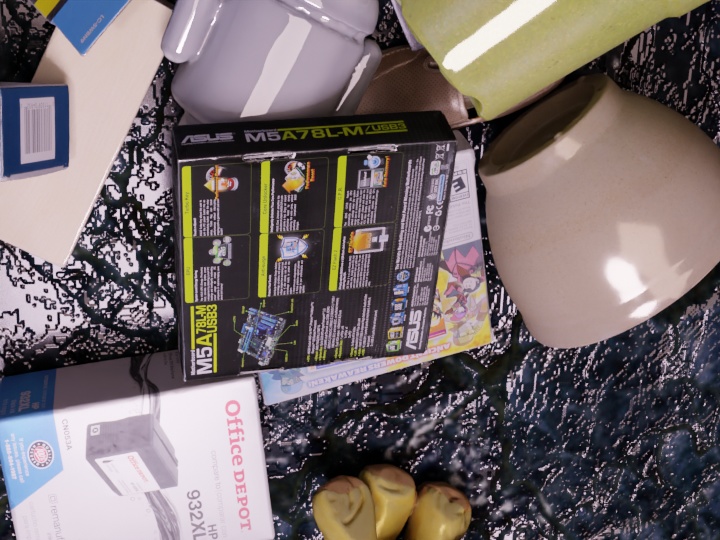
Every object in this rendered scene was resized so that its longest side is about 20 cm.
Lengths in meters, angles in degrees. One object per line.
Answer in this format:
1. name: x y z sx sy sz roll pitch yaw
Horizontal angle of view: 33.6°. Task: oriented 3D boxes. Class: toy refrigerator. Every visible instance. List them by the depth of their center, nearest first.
1. toy refrigerator: -0.203 -0.113 0.861 0.075 0.070 0.202 25 100 -12

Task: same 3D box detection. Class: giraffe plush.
1. giraffe plush: 0.009 0.287 1.004 0.171 0.201 0.163 18 132 -21

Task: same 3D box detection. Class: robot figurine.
1. robot figurine: -0.060 -0.157 0.842 0.169 0.113 0.201 18 107 -41

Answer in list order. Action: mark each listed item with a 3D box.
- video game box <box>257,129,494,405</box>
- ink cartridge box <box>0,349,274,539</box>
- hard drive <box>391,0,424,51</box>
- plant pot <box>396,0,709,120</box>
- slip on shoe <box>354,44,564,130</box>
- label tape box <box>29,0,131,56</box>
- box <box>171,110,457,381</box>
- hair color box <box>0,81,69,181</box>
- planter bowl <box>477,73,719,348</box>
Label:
1. video game box: 0.000 0.000 0.935 0.198 0.047 0.184 -14 121 -7
2. ink cartridge box: -0.175 0.149 0.943 0.198 0.084 0.147 -9 109 -10
3. hard drive: 0.062 -0.279 0.877 0.134 0.042 0.202 -21 112 -5
4. plant pot: 0.119 -0.208 0.804 0.184 0.201 0.201 -37 112 14
5. slip on shoe: 0.065 -0.137 0.914 0.198 0.061 0.077 -13 110 -8
6. label tape box: -0.165 -0.232 0.766 0.144 0.200 0.063 -47 152 6
7. box: -0.037 -0.015 0.848 0.191 0.048 0.202 -5 130 -11
8. hair color box: -0.304 -0.096 0.787 0.197 0.100 0.061 4 100 11
9. planter bowl: 0.171 -0.059 0.896 0.200 0.200 0.135 -40 106 3
